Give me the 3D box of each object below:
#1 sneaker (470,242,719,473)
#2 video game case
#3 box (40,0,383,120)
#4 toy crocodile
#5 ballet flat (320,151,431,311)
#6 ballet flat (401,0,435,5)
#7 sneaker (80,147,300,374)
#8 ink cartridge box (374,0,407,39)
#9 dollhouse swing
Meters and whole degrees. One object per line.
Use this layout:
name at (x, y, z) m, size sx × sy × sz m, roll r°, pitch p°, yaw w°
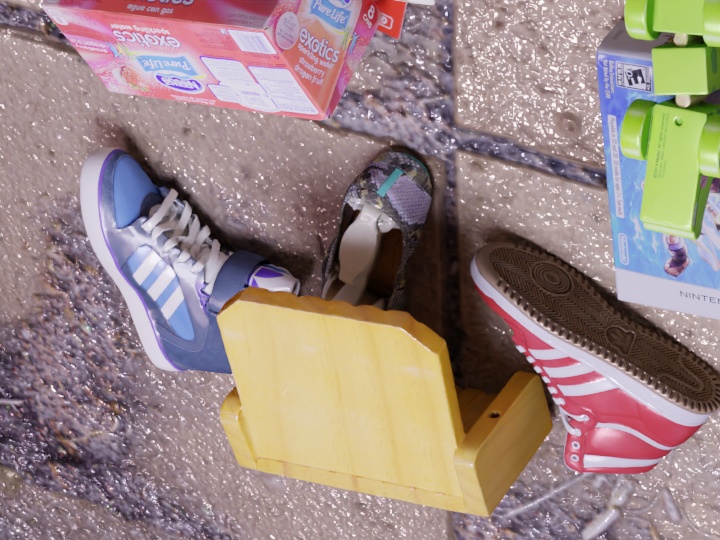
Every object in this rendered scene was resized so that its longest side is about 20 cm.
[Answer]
sneaker at (0.147, 0.070, 1.721) m, size 0.200 × 0.071 × 0.113 m, roll 35°, pitch 134°, yaw 3°
video game case at (0.248, -0.054, 1.565) m, size 0.181 × 0.045 × 0.201 m, roll 11°, pitch 130°, yaw 27°
box at (-0.100, -0.176, 1.642) m, size 0.199 × 0.095 × 0.103 m, roll 10°, pitch 151°, yaw 36°
toy crocodile at (0.201, -0.119, 1.481) m, size 0.067 × 0.062 × 0.201 m, roll 8°, pitch 105°, yaw 28°
ballet flat at (0.000, 0.000, 1.768) m, size 0.072 × 0.072 × 0.201 m, roll 28°, pitch 137°, yaw 13°
ballet flat at (0.055, -0.198, 1.527) m, size 0.199 × 0.068 × 0.064 m, roll -15°, pitch 132°, yaw 16°
sneaker at (-0.115, -0.011, 1.841) m, size 0.146 × 0.081 × 0.201 m, roll -6°, pitch 118°, yaw 29°
ink cartridge box at (-0.052, -0.251, 1.614) m, size 0.200 × 0.044 × 0.174 m, roll 27°, pitch 135°, yaw 14°
dollhouse swing at (0.015, 0.062, 1.737) m, size 0.199 × 0.182 × 0.176 m, roll 9°, pitch 121°, yaw 24°
